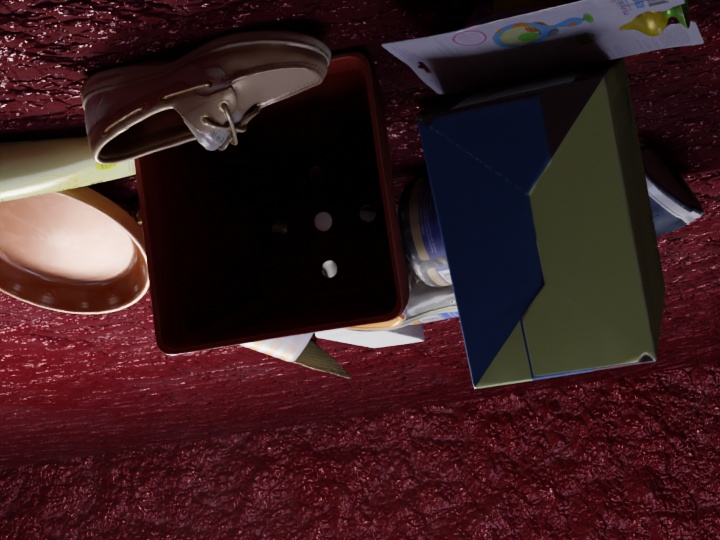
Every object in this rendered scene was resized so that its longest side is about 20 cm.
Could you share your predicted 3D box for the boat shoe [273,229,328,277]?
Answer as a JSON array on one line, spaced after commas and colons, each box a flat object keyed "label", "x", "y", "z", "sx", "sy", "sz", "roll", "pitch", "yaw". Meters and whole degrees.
[{"label": "boat shoe", "x": -0.084, "y": -0.007, "z": 1.240, "sx": 0.059, "sy": 0.072, "sz": 0.199, "roll": -43, "pitch": 148, "yaw": 18}]

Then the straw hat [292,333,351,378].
[{"label": "straw hat", "x": -0.083, "y": 0.042, "z": 1.369, "sx": 0.198, "sy": 0.086, "sz": 0.201, "roll": 20, "pitch": 179, "yaw": 0}]

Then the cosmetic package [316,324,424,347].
[{"label": "cosmetic package", "x": -0.004, "y": 0.025, "z": 1.534, "sx": 0.080, "sy": 0.115, "sz": 0.199, "roll": -11, "pitch": 164, "yaw": 27}]

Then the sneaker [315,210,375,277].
[{"label": "sneaker", "x": 0.000, "y": 0.000, "z": 1.317, "sx": 0.073, "sy": 0.117, "sz": 0.200, "roll": -29, "pitch": 169, "yaw": 12}]

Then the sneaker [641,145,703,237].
[{"label": "sneaker", "x": 0.266, "y": -0.050, "z": 1.323, "sx": 0.145, "sy": 0.078, "sz": 0.202, "roll": -33, "pitch": 159, "yaw": 17}]

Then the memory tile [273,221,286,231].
[{"label": "memory tile", "x": -0.090, "y": -0.025, "z": 1.339, "sx": 0.198, "sy": 0.017, "sz": 0.153, "roll": -20, "pitch": 167, "yaw": -21}]

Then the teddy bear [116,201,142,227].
[{"label": "teddy bear", "x": -0.194, "y": -0.031, "z": 1.300, "sx": 0.198, "sy": 0.068, "sz": 0.144, "roll": 4, "pitch": 162, "yaw": -40}]

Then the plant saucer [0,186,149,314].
[{"label": "plant saucer", "x": -0.288, "y": -0.028, "z": 1.203, "sx": 0.197, "sy": 0.033, "sz": 0.201, "roll": 8, "pitch": 145, "yaw": 5}]

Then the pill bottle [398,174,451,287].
[{"label": "pill bottle", "x": 0.145, "y": -0.055, "z": 1.250, "sx": 0.198, "sy": 0.114, "sz": 0.111, "roll": -12, "pitch": 166, "yaw": 27}]

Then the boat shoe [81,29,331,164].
[{"label": "boat shoe", "x": -0.112, "y": -0.120, "z": 0.941, "sx": 0.197, "sy": 0.070, "sz": 0.074, "roll": -11, "pitch": 160, "yaw": 21}]

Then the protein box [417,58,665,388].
[{"label": "protein box", "x": 0.144, "y": -0.044, "z": 0.972, "sx": 0.133, "sy": 0.202, "sz": 0.200, "roll": -10, "pitch": -169, "yaw": 17}]

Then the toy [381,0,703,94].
[{"label": "toy", "x": 0.126, "y": -0.172, "z": 0.884, "sx": 0.197, "sy": 0.048, "sz": 0.115, "roll": -5, "pitch": 167, "yaw": 24}]

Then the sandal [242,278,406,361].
[{"label": "sandal", "x": -0.049, "y": 0.052, "z": 1.196, "sx": 0.204, "sy": 0.060, "sz": 0.079, "roll": 5, "pitch": 155, "yaw": -20}]

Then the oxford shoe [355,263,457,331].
[{"label": "oxford shoe", "x": 0.062, "y": 0.016, "z": 1.360, "sx": 0.197, "sy": 0.076, "sz": 0.058, "roll": -12, "pitch": 129, "yaw": 9}]

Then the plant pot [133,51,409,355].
[{"label": "plant pot", "x": -0.053, "y": -0.045, "z": 1.056, "sx": 0.197, "sy": 0.203, "sz": 0.176, "roll": -9, "pitch": 175, "yaw": 14}]

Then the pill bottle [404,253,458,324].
[{"label": "pill bottle", "x": 0.132, "y": -0.010, "z": 1.440, "sx": 0.197, "sy": 0.114, "sz": 0.112, "roll": -12, "pitch": 166, "yaw": 22}]

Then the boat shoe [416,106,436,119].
[{"label": "boat shoe", "x": 0.107, "y": -0.068, "z": 1.141, "sx": 0.069, "sy": 0.071, "sz": 0.202, "roll": -19, "pitch": 128, "yaw": 4}]

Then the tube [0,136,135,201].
[{"label": "tube", "x": -0.267, "y": -0.086, "z": 1.081, "sx": 0.197, "sy": 0.053, "sz": 0.058, "roll": -9, "pitch": -152, "yaw": -10}]
